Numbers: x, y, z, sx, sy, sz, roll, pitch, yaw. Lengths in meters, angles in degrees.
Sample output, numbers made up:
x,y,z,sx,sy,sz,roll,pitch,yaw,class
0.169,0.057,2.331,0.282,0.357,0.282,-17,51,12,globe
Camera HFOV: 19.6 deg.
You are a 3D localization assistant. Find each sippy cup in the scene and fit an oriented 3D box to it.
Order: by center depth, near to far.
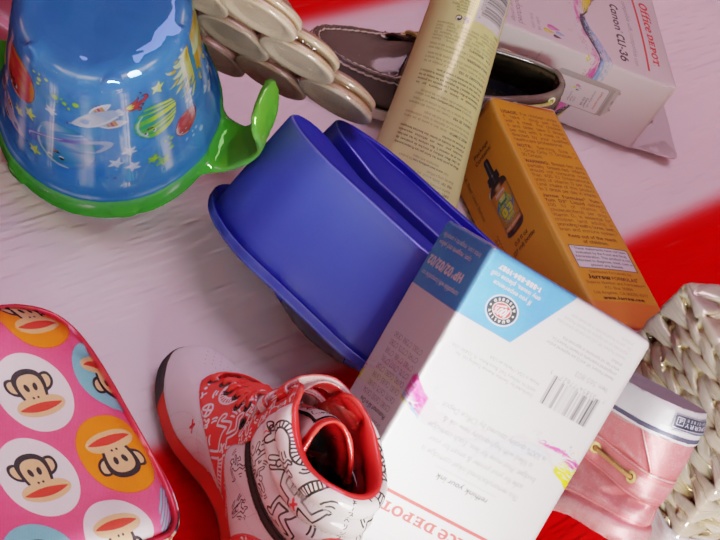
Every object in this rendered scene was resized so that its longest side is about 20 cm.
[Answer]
x,y,z,sx,sy,sz,roll,pitch,yaw,class
-0.142,-0.117,1.164,0.176,0.131,0.141,-13,69,-11,sippy cup

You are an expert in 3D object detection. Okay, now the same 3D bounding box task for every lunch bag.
x,y,z,sx,sy,sz,roll,pitch,yaw,class
-0.184,0.111,0.968,0.199,0.082,0.177,-11,58,-45,lunch bag

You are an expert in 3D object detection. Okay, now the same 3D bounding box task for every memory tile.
x,y,z,sx,sy,sz,roll,pitch,yaw,class
-0.083,-0.153,1.205,0.153,0.017,0.200,22,-12,33,memory tile

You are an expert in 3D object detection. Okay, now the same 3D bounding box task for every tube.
x,y,z,sx,sy,sz,roll,pitch,yaw,class
0.051,-0.114,1.368,0.058,0.052,0.201,10,73,23,tube

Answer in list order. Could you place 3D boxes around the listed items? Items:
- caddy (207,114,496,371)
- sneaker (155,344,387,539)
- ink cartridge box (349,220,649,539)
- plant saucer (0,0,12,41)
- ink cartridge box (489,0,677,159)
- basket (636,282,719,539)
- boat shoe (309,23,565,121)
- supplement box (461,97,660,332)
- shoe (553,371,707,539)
x,y,z,sx,sy,sz,roll,pitch,yaw,class
0.000,0.000,1.218,0.200,0.105,0.141,43,17,17,caddy
-0.044,0.081,1.074,0.067,0.108,0.202,13,34,-29,sneaker
0.051,0.091,1.121,0.115,0.201,0.068,30,2,-25,ink cartridge box
-0.185,-0.187,1.314,0.199,0.051,0.201,21,40,-18,plant saucer
0.161,-0.168,1.552,0.199,0.068,0.117,18,40,-22,ink cartridge box
0.257,0.097,1.298,0.199,0.124,0.136,5,45,-33,basket
0.048,-0.136,1.435,0.200,0.060,0.072,14,42,-27,boat shoe
0.127,-0.019,1.367,0.068,0.067,0.201,3,49,-36,supplement box
0.115,0.086,1.245,0.071,0.092,0.200,17,10,-42,shoe
